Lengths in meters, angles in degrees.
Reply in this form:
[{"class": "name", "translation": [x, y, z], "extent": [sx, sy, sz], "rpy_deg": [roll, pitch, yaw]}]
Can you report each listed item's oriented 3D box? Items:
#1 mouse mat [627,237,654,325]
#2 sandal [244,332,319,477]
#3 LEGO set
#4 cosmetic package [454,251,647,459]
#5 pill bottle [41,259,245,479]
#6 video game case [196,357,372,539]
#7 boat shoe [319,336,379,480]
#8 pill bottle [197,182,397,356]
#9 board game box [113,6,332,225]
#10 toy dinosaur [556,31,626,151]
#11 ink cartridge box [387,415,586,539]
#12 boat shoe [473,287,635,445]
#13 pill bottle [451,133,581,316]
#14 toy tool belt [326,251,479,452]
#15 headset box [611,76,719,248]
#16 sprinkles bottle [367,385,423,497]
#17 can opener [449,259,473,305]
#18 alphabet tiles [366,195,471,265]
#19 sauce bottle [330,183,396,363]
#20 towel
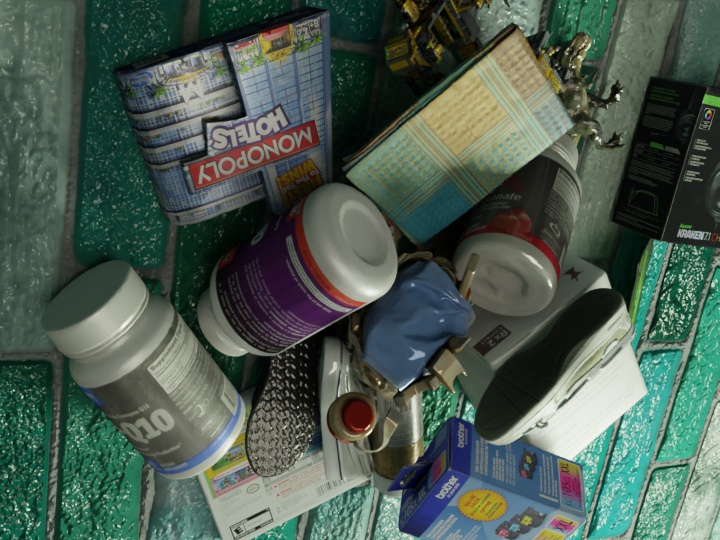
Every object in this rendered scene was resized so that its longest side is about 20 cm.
[{"class": "mouse mat", "translation": [0.355, 0.056, 1.049], "extent": [0.161, 0.007, 0.204], "rpy_deg": [-32, 132, -60]}, {"class": "sandal", "translation": [-0.081, 0.119, 0.873], "extent": [0.074, 0.048, 0.205], "rpy_deg": [13, 82, -21]}, {"class": "LEGO set", "translation": [0.128, -0.202, 0.796], "extent": [0.201, 0.115, 0.154], "rpy_deg": [56, 50, -25]}, {"class": "cosmetic package", "translation": [0.202, 0.090, 0.950], "extent": [0.164, 0.165, 0.202], "rpy_deg": [-36, 122, -10]}, {"class": "pill bottle", "translation": [-0.206, 0.096, 0.776], "extent": [0.113, 0.114, 0.202], "rpy_deg": [-36, 121, -9]}, {"class": "video game case", "translation": [-0.092, 0.209, 0.935], "extent": [0.197, 0.022, 0.185], "rpy_deg": [-22, 119, -17]}, {"class": "boat shoe", "translation": [-0.011, 0.150, 0.881], "extent": [0.064, 0.074, 0.203], "rpy_deg": [-2, 131, 0]}, {"class": "pill bottle", "translation": [-0.067, 0.009, 0.770], "extent": [0.198, 0.114, 0.112], "rpy_deg": [-30, 130, 34]}, {"class": "board game box", "translation": [-0.104, -0.121, 0.771], "extent": [0.197, 0.062, 0.203], "rpy_deg": [-24, 118, -17]}, {"class": "toy dinosaur", "translation": [0.264, -0.177, 0.944], "extent": [0.086, 0.048, 0.204], "rpy_deg": [-5, 114, -9]}, {"class": "ink cartridge box", "translation": [0.130, 0.248, 0.898], "extent": [0.197, 0.077, 0.137], "rpy_deg": [22, 129, -7]}, {"class": "boat shoe", "translation": [0.199, 0.106, 0.815], "extent": [0.202, 0.074, 0.065], "rpy_deg": [-44, 119, -11]}, {"class": "pill bottle", "translation": [0.174, -0.061, 0.864], "extent": [0.111, 0.109, 0.202], "rpy_deg": [53, 46, -33]}, {"class": "toy tool belt", "translation": [0.043, 0.073, 0.776], "extent": [0.124, 0.123, 0.201], "rpy_deg": [38, 68, -6]}, {"class": "headset box", "translation": [0.433, -0.139, 1.015], "extent": [0.171, 0.093, 0.204], "rpy_deg": [4, 107, -28]}, {"class": "sprinkles bottle", "translation": [0.043, 0.169, 0.958], "extent": [0.067, 0.068, 0.204], "rpy_deg": [-14, 116, -21]}, {"class": "can opener", "translation": [0.079, 0.041, 0.897], "extent": [0.199, 0.067, 0.054], "rpy_deg": [-40, 89, -12]}, {"class": "alphabet tiles", "translation": [0.078, -0.077, 0.865], "extent": [0.199, 0.007, 0.170], "rpy_deg": [-35, 130, -36]}, {"class": "sauce bottle", "translation": [0.000, 0.000, 0.871], "extent": [0.064, 0.065, 0.204], "rpy_deg": [5, 107, -28]}, {"class": "towel", "translation": [0.095, -0.120, 0.764], "extent": [0.199, 0.022, 0.146], "rpy_deg": [-38, 135, 11]}]
